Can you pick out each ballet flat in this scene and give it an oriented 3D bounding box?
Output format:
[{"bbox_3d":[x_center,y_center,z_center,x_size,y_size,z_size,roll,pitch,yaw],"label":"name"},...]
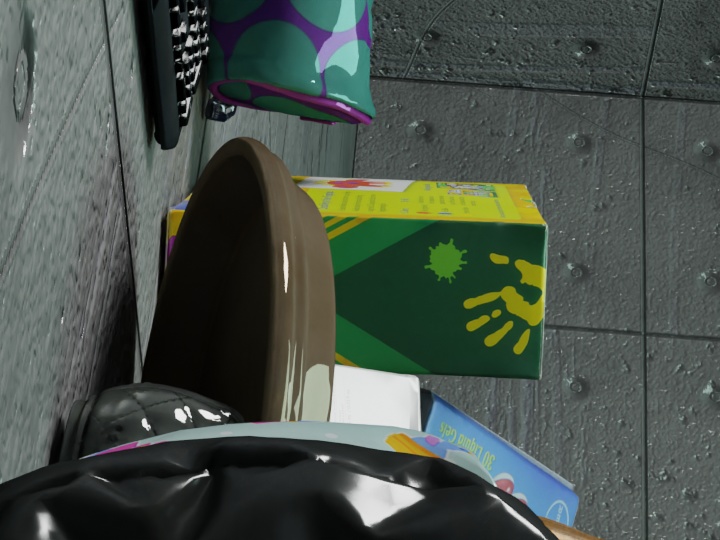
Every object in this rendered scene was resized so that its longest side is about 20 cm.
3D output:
[{"bbox_3d":[-0.072,0.136,0.671,0.066,0.056,0.202,-61,156,-85],"label":"ballet flat"}]

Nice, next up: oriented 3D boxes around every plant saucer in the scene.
[{"bbox_3d":[-0.048,0.054,0.757,0.200,0.029,0.202,-170,-90,-72],"label":"plant saucer"}]

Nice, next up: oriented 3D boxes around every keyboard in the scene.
[{"bbox_3d":[-0.058,-0.140,0.792,0.201,0.039,0.105,94,2,-57],"label":"keyboard"}]

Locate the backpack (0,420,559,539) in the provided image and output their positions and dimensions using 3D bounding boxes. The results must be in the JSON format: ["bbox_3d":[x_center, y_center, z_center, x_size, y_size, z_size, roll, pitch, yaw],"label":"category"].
[{"bbox_3d":[-0.030,0.102,0.452,0.200,0.165,0.128,109,-19,-71],"label":"backpack"}]

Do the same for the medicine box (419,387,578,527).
[{"bbox_3d":[0.011,0.176,1.104,0.182,0.102,0.201,36,66,-53],"label":"medicine box"}]

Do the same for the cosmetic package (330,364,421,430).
[{"bbox_3d":[-0.018,0.130,0.803,0.051,0.082,0.201,124,-29,-48],"label":"cosmetic package"}]

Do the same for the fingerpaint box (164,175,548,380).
[{"bbox_3d":[0.000,0.000,1.001,0.200,0.165,0.074,-82,175,-83],"label":"fingerpaint box"}]

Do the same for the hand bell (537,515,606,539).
[{"bbox_3d":[0.006,0.115,0.894,0.104,0.198,0.105,5,90,-88],"label":"hand bell"}]

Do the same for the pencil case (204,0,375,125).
[{"bbox_3d":[-0.028,-0.172,1.035,0.092,0.084,0.202,24,69,-72],"label":"pencil case"}]
